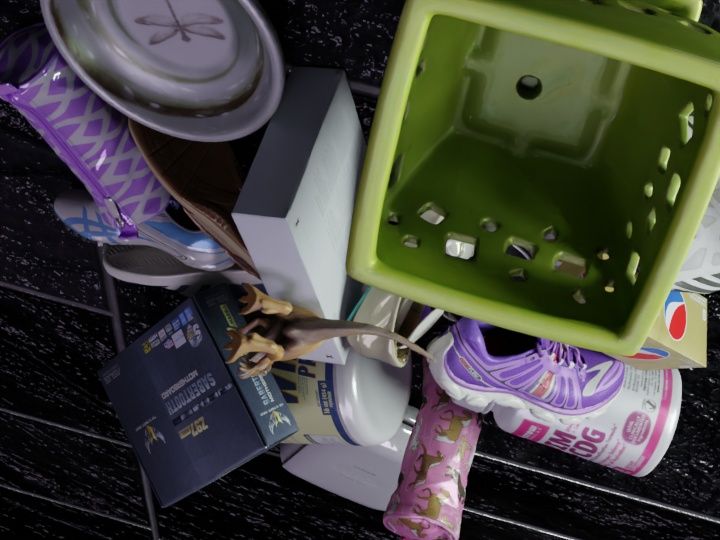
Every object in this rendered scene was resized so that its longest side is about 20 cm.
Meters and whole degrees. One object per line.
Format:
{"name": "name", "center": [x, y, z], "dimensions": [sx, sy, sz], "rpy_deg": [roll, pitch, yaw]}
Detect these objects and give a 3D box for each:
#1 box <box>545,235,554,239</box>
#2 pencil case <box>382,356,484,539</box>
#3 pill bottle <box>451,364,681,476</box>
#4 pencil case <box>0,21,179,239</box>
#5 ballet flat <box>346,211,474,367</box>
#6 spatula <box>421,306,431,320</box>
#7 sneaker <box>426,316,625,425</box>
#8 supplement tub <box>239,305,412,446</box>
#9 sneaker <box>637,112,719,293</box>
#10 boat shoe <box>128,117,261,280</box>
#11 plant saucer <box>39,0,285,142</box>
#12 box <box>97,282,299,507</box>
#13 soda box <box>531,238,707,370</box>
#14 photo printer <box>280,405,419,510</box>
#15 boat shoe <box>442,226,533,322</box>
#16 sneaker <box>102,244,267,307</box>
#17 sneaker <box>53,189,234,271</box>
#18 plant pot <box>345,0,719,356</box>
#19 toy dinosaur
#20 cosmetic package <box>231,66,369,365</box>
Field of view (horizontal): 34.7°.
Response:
{"name": "box", "center": [0.155, -0.078, 0.910], "dimensions": [0.117, 0.042, 0.201], "rpy_deg": [-5, 139, 30]}
{"name": "pencil case", "center": [0.081, 0.179, 1.173], "dimensions": [0.082, 0.202, 0.087], "rpy_deg": [1, 146, 25]}
{"name": "pill bottle", "center": [0.194, 0.113, 1.102], "dimensions": [0.197, 0.115, 0.114], "rpy_deg": [19, 147, -3]}
{"name": "pencil case", "center": [-0.237, -0.117, 0.990], "dimensions": [0.083, 0.086, 0.201], "rpy_deg": [0, 143, 31]}
{"name": "ballet flat", "center": [0.058, -0.009, 0.941], "dimensions": [0.069, 0.070, 0.202], "rpy_deg": [24, 106, -11]}
{"name": "spatula", "center": [0.000, 0.000, 1.094], "dimensions": [0.200, 0.057, 0.020], "rpy_deg": [44, 156, -26]}
{"name": "sneaker", "center": [0.154, 0.077, 0.981], "dimensions": [0.197, 0.082, 0.084], "rpy_deg": [7, 140, -30]}
{"name": "supplement tub", "center": [-0.061, 0.103, 1.177], "dimensions": [0.197, 0.147, 0.146], "rpy_deg": [-3, 143, 27]}
{"name": "sneaker", "center": [0.243, -0.044, 0.851], "dimensions": [0.115, 0.076, 0.200], "rpy_deg": [-32, 129, 19]}
{"name": "boat shoe", "center": [-0.131, -0.066, 1.006], "dimensions": [0.200, 0.072, 0.072], "rpy_deg": [45, 154, -11]}
{"name": "plant saucer", "center": [-0.143, -0.186, 0.869], "dimensions": [0.197, 0.051, 0.201], "rpy_deg": [15, 145, 11]}
{"name": "box", "center": [-0.164, 0.126, 1.128], "dimensions": [0.199, 0.051, 0.159], "rpy_deg": [-33, 82, 43]}
{"name": "soda box", "center": [0.218, 0.030, 0.957], "dimensions": [0.067, 0.065, 0.199], "rpy_deg": [-7, 160, 39]}
{"name": "photo printer", "center": [0.010, 0.210, 1.372], "dimensions": [0.165, 0.070, 0.200], "rpy_deg": [26, 146, -13]}
{"name": "boat shoe", "center": [0.093, 0.010, 1.009], "dimensions": [0.070, 0.064, 0.200], "rpy_deg": [35, 162, -2]}
{"name": "sneaker", "center": [-0.159, 0.007, 1.146], "dimensions": [0.197, 0.076, 0.085], "rpy_deg": [5, 141, 17]}
{"name": "sneaker", "center": [-0.202, -0.055, 1.095], "dimensions": [0.197, 0.072, 0.074], "rpy_deg": [13, 115, 18]}
{"name": "plant pot", "center": [0.112, -0.095, 0.734], "dimensions": [0.197, 0.182, 0.201], "rpy_deg": [15, 124, 1]}
{"name": "toy dinosaur", "center": [-0.046, 0.047, 0.907], "dimensions": [0.105, 0.061, 0.199], "rpy_deg": [13, 163, -39]}
{"name": "cosmetic package", "center": [-0.034, -0.041, 0.947], "dimensions": [0.051, 0.152, 0.201], "rpy_deg": [5, 145, 18]}
